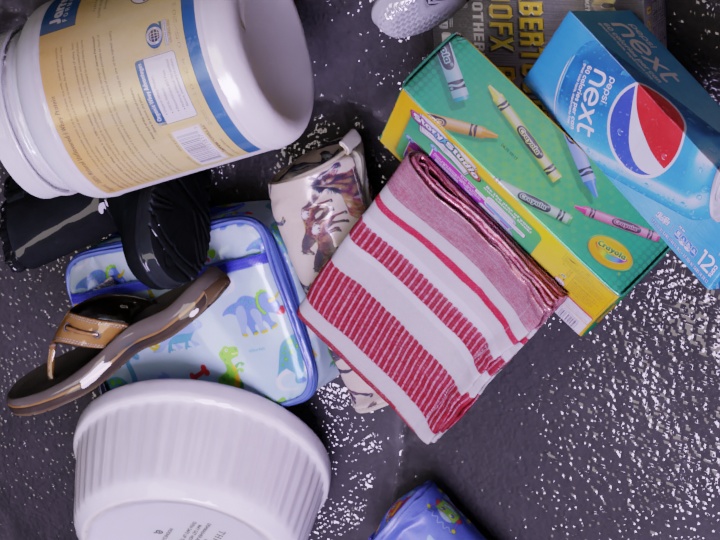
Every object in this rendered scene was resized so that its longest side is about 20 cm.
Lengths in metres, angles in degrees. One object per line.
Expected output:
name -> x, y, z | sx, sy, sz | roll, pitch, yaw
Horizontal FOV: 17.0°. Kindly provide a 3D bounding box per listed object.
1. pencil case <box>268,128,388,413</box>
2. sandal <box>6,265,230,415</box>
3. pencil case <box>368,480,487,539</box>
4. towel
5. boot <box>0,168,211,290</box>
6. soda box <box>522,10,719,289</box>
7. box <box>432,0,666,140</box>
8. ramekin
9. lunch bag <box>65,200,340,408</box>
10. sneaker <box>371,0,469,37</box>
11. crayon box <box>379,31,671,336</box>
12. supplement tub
pencil case -> 0.000, 0.000, 1.763 | 0.089, 0.078, 0.200 | -17, 101, 27
sandal -> -0.185, 0.042, 1.775 | 0.200, 0.082, 0.055 | -30, 103, 27
pencil case -> 0.087, 0.254, 1.815 | 0.200, 0.078, 0.087 | 48, 119, 4
towel -> 0.042, 0.024, 1.662 | 0.144, 0.023, 0.200 | 45, 138, 7
boot -> -0.194, -0.040, 1.787 | 0.162, 0.199, 0.073 | -20, 130, 21
soda box -> 0.197, -0.080, 1.543 | 0.200, 0.068, 0.064 | 51, 125, 28
box -> 0.132, -0.127, 1.666 | 0.158, 0.048, 0.201 | 6, 112, 26
ramekin -> -0.126, 0.175, 1.828 | 0.202, 0.094, 0.203 | 7, 143, 5
lunch bag -> -0.121, 0.033, 1.838 | 0.200, 0.082, 0.161 | -10, 101, 28
sneaker -> 0.050, -0.253, 1.610 | 0.115, 0.075, 0.200 | 36, 81, 21
crayon box -> 0.107, -0.055, 1.606 | 0.200, 0.058, 0.119 | 45, 165, 5
supplement tub -> -0.148, -0.133, 1.673 | 0.200, 0.145, 0.145 | -15, 102, 21
